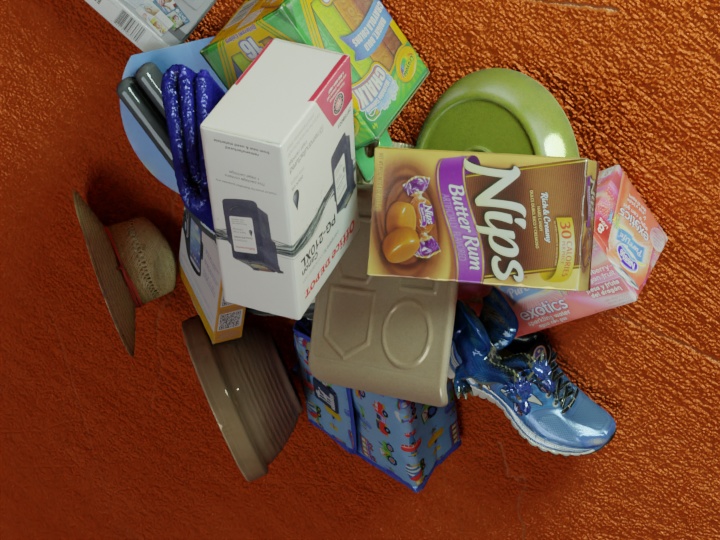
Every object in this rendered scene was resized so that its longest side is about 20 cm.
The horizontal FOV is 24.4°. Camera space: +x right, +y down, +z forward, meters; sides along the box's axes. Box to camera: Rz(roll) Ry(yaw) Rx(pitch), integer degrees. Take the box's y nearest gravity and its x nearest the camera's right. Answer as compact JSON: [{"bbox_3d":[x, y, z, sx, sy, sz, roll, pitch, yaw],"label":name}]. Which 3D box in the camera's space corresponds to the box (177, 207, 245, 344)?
[{"bbox_3d":[-0.156,-0.031,1.809,0.119,0.041,0.201,61,150,36],"label":"box"}]

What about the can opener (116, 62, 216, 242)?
[{"bbox_3d":[-0.173,-0.112,1.669,0.053,0.067,0.201,-32,104,21],"label":"can opener"}]

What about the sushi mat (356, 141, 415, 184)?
[{"bbox_3d":[0.029,-0.028,1.661,0.095,0.012,0.202,8,92,9],"label":"sushi mat"}]

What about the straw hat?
[{"bbox_3d":[-0.254,-0.011,1.893,0.084,0.201,0.202,-20,124,-4],"label":"straw hat"}]

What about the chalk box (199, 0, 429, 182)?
[{"bbox_3d":[-0.029,-0.180,1.580,0.123,0.125,0.200,-20,116,42],"label":"chalk box"}]

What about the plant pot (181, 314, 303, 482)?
[{"bbox_3d":[-0.126,0.132,1.915,0.092,0.201,0.202,-24,120,-2],"label":"plant pot"}]

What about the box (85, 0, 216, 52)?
[{"bbox_3d":[-0.203,-0.313,1.633,0.156,0.041,0.200,40,139,-7],"label":"box"}]

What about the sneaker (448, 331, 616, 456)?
[{"bbox_3d":[0.182,0.119,1.746,0.199,0.079,0.089,32,140,4],"label":"sneaker"}]

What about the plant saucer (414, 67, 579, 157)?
[{"bbox_3d":[0.117,-0.088,1.557,0.199,0.031,0.202,6,98,42],"label":"plant saucer"}]

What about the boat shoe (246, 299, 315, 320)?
[{"bbox_3d":[-0.045,0.036,1.822,0.198,0.072,0.068,-2,126,30],"label":"boat shoe"}]

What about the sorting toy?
[{"bbox_3d":[0.028,0.019,1.603,0.184,0.036,0.202,8,96,45],"label":"sorting toy"}]

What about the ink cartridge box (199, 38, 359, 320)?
[{"bbox_3d":[-0.067,-0.080,1.493,0.084,0.145,0.201,14,134,20],"label":"ink cartridge box"}]

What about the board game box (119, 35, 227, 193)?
[{"bbox_3d":[-0.145,-0.164,1.700,0.198,0.039,0.159,-10,112,21],"label":"board game box"}]

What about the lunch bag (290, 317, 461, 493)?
[{"bbox_3d":[0.004,0.136,1.885,0.199,0.094,0.151,21,139,33],"label":"lunch bag"}]

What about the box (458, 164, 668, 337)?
[{"bbox_3d":[0.181,-0.011,1.613,0.199,0.103,0.095,-20,116,43],"label":"box"}]

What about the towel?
[{"bbox_3d":[-0.124,-0.099,1.567,0.049,0.149,0.200,-16,163,12],"label":"towel"}]

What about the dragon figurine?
[{"bbox_3d":[0.111,0.055,1.586,0.201,0.059,0.099,62,141,17],"label":"dragon figurine"}]

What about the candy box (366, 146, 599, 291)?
[{"bbox_3d":[0.109,-0.047,1.487,0.198,0.056,0.118,4,92,19],"label":"candy box"}]
